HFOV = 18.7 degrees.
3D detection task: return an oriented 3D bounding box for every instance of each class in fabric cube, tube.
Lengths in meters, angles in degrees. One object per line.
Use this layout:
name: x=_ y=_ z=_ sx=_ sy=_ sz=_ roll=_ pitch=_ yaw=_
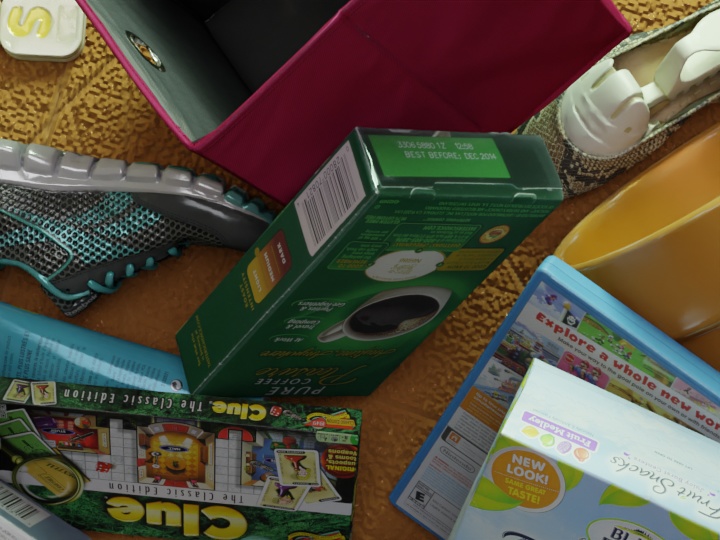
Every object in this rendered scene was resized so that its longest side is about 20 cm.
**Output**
fabric cube: x=-0.016 y=-0.159 z=1.123 sx=0.200 sy=0.199 sz=0.197 roll=-41 pitch=62 yaw=10
tube: x=-0.150 y=0.063 z=1.207 sx=0.198 sy=0.050 sz=0.078 roll=14 pitch=103 yaw=3

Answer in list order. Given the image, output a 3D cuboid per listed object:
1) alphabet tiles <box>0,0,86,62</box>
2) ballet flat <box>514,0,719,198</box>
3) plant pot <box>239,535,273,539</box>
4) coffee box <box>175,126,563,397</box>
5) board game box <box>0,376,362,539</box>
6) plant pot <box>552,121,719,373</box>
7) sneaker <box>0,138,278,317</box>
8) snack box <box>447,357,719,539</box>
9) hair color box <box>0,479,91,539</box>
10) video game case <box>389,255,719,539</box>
alphabet tiles: x=-0.202 y=-0.222 z=1.274 sx=0.194 sy=0.015 sz=0.202 roll=4 pitch=81 yaw=1
ballet flat: x=0.169 y=-0.110 z=1.224 sx=0.199 sy=0.075 sz=0.068 roll=-30 pitch=82 yaw=-5
plant pot: x=0.001 y=0.235 z=1.067 sx=0.195 sy=0.200 sz=0.201 roll=23 pitch=81 yaw=16
coffee box: x=0.000 y=0.000 z=1.128 sx=0.122 sy=0.200 sz=0.044 roll=0 pitch=58 yaw=-35
board game box: x=-0.100 y=0.106 z=1.177 sx=0.198 sy=0.105 sz=0.024 roll=5 pitch=48 yaw=1
plant pot: x=0.231 y=0.020 z=1.155 sx=0.199 sy=0.200 sz=0.184 roll=-34 pitch=97 yaw=-6
sneaker: x=-0.142 y=-0.017 z=1.217 sx=0.198 sy=0.078 sz=0.092 roll=8 pitch=89 yaw=9
snack box: x=0.124 y=0.163 z=1.118 sx=0.168 sy=0.201 sz=0.068 roll=24 pitch=40 yaw=6
hair color box: x=-0.238 y=0.203 z=1.153 sx=0.099 sy=0.061 sz=0.201 roll=32 pitch=96 yaw=6
video game case: x=0.112 y=0.100 z=1.143 sx=0.143 sy=0.201 sz=0.018 roll=36 pitch=42 yaw=6
